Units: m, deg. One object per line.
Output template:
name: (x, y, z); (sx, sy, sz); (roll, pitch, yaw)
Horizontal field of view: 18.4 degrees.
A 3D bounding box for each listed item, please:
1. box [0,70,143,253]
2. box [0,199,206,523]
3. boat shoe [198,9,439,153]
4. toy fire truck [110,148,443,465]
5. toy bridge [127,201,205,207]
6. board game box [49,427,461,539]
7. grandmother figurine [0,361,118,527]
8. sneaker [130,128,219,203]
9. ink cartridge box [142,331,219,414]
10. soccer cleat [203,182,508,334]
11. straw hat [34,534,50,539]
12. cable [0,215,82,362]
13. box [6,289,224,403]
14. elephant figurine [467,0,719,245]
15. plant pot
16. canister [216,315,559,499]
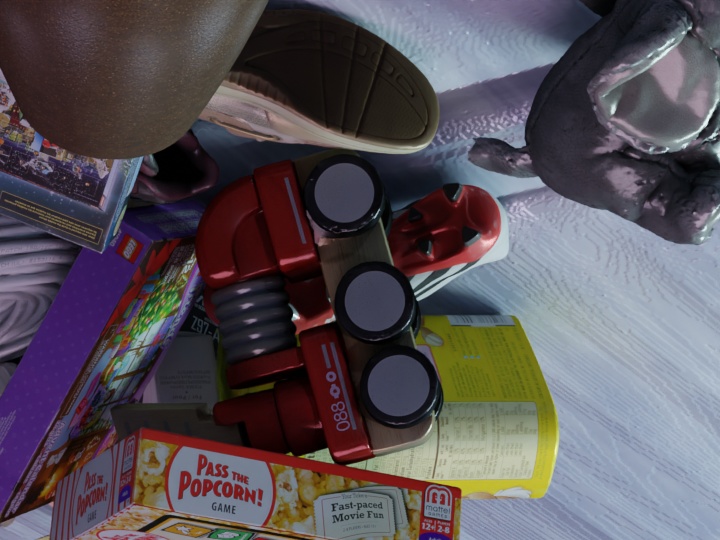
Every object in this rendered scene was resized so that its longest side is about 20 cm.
box: (-0.207, -0.110, 1.201); (0.200, 0.038, 0.137); (22, 111, 1)
box: (-0.160, 0.052, 1.349); (0.039, 0.137, 0.200); (33, 103, 12)
boat shoe: (-0.054, -0.107, 1.262); (0.200, 0.072, 0.065); (14, 157, -14)
toy fire truck: (-0.064, 0.039, 1.311); (0.200, 0.176, 0.129); (-16, 172, 1)
toy bridge: (-0.164, -0.023, 1.434); (0.200, 0.027, 0.067); (-6, 144, 16)
board game box: (-0.063, 0.146, 1.301); (0.200, 0.046, 0.151); (13, 159, -23)
grandmother figurine: (-0.212, 0.117, 1.491); (0.060, 0.121, 0.200); (21, 161, 21)
sneaker: (-0.165, -0.087, 1.259); (0.200, 0.076, 0.115); (16, -179, -31)
ink cartridge box: (-0.115, 0.165, 1.472); (0.057, 0.200, 0.163); (1, 147, -9)
soccer cleat: (0.000, 0.000, 1.397); (0.200, 0.069, 0.085); (-20, 160, 11)
straw hat: (-0.164, 0.209, 1.729); (0.201, 0.085, 0.201); (8, 146, 6)
cable: (-0.254, 0.012, 1.351); (0.200, 0.069, 0.200); (-19, 164, -3)
box: (-0.134, 0.075, 1.560); (0.200, 0.044, 0.160); (30, 139, -32)
elephant figurine: (0.166, -0.125, 1.176); (0.141, 0.155, 0.200); (39, 145, 29)
plant pot: (-0.113, -0.155, 1.060); (0.187, 0.187, 0.200); (7, 137, -4)
canister: (0.015, 0.088, 1.446); (0.200, 0.149, 0.087); (0, 124, -13)
